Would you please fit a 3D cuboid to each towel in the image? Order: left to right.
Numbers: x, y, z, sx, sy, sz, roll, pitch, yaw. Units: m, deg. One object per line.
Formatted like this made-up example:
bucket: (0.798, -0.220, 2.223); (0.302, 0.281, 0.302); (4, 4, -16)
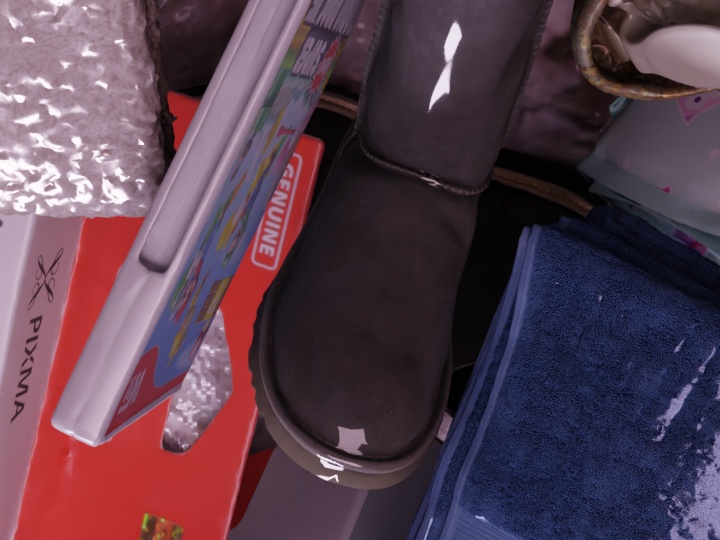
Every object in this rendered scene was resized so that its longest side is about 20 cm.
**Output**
towel: (-0.122, -0.094, 0.631); (0.131, 0.035, 0.201); (1, 129, 7)
towel: (0.070, 0.089, 0.723); (0.111, 0.048, 0.201); (29, 107, 23)

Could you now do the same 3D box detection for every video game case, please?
video game case: (-0.032, -0.047, 0.696); (0.017, 0.143, 0.201); (26, 96, 3)

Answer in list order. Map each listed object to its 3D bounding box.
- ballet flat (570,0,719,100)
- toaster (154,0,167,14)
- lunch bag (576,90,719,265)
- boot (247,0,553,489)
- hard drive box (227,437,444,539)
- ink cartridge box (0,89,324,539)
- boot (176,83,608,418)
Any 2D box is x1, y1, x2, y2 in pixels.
ballet flat: (0.147, -0.089, 0.674); (0.199, 0.071, 0.071); (-9, 126, 38)
toaster: (-0.094, -0.181, 0.663); (0.180, 0.119, 0.200); (34, 119, -21)
lunch bag: (0.194, -0.041, 0.747); (0.200, 0.122, 0.171); (37, 86, 16)
boot: (0.028, -0.057, 0.683); (0.072, 0.183, 0.200); (16, 138, -10)
hard drive box: (-0.040, 0.166, 0.842); (0.077, 0.201, 0.155); (40, 142, -22)
ink cartridge box: (-0.119, 0.022, 0.805); (0.172, 0.043, 0.202); (20, 105, 20)
boot: (0.000, 0.000, 0.805); (0.198, 0.139, 0.078); (7, 121, -4)
